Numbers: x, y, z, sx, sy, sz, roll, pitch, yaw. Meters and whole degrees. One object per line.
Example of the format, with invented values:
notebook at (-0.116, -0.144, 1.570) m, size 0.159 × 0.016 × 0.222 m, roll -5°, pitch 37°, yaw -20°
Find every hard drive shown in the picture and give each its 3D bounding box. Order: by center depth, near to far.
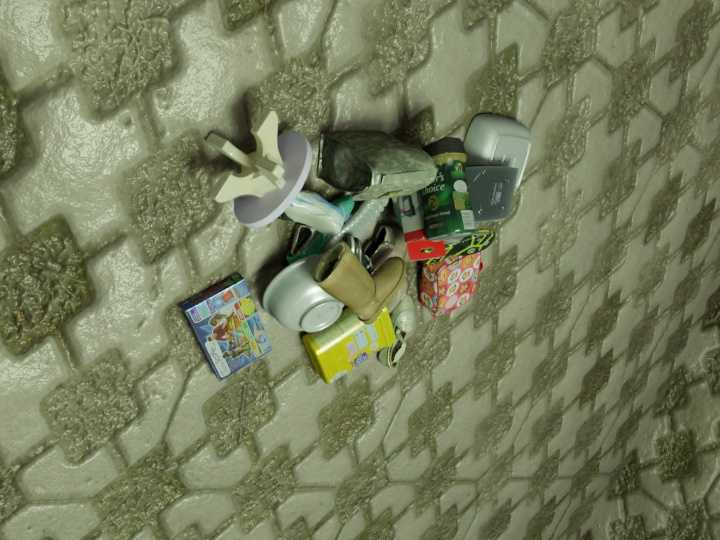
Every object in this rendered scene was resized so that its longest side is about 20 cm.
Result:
hard drive at (0.272, -0.181, 1.453) m, size 0.198 × 0.042 × 0.136 m, roll -6°, pitch 115°, yaw -29°

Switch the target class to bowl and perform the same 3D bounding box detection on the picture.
bowl at (-0.100, 0.066, 1.323) m, size 0.199 × 0.091 × 0.202 m, roll -23°, pitch 148°, yaw -15°
bowl at (0.338, -0.272, 1.529) m, size 0.198 × 0.074 × 0.202 m, roll -1°, pitch 112°, yaw -37°

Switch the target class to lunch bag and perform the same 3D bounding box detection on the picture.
lunch bag at (0.033, -0.204, 1.248) m, size 0.163 × 0.200 × 0.119 m, roll -10°, pitch 119°, yaw -33°
lunch bag at (0.238, 0.012, 1.579) m, size 0.175 × 0.082 × 0.201 m, roll -26°, pitch 141°, yaw -22°

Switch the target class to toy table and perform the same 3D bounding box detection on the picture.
toy table at (-0.184, -0.188, 1.126) m, size 0.117 × 0.182 × 0.202 m, roll 41°, pitch 67°, yaw -58°

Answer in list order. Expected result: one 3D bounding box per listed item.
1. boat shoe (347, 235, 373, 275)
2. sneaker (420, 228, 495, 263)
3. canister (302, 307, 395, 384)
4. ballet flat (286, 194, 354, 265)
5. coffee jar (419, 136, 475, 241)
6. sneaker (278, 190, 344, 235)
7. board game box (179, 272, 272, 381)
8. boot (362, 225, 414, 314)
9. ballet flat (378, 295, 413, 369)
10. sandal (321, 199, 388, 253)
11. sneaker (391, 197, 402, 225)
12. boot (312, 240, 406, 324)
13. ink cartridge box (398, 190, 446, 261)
boat shoe at (0.000, 0.000, 1.384) m, size 0.060 × 0.074 × 0.201 m, roll -3°, pitch 136°, yaw -2°
sneaker at (0.223, -0.078, 1.475) m, size 0.198 × 0.077 × 0.076 m, roll -10°, pitch 145°, yaw -11°
canister at (-0.026, 0.162, 1.479) m, size 0.199 × 0.086 × 0.150 m, roll -32°, pitch 129°, yaw -18°
ballet flat at (-0.090, -0.088, 1.312) m, size 0.070 × 0.067 × 0.201 m, roll 34°, pitch 89°, yaw -31°
coffee jar at (0.172, -0.166, 1.274) m, size 0.085 × 0.104 × 0.203 m, roll -4°, pitch 84°, yaw -37°
sneaker at (-0.124, -0.135, 1.245) m, size 0.198 × 0.073 × 0.072 m, roll 23°, pitch 145°, yaw -19°
board game box at (-0.275, 0.120, 1.301) m, size 0.135 × 0.034 × 0.202 m, roll -29°, pitch 128°, yaw -20°
boot at (0.058, -0.006, 1.462) m, size 0.146 × 0.070 × 0.202 m, roll 24°, pitch 88°, yaw -45°
ballet flat at (0.103, 0.159, 1.591) m, size 0.067 × 0.062 × 0.202 m, roll 3°, pitch 111°, yaw -38°
sandal at (-0.020, -0.104, 1.365) m, size 0.202 × 0.050 × 0.082 m, roll -43°, pitch 153°, yaw 9°
sneaker at (0.094, -0.151, 1.415) m, size 0.074 × 0.082 × 0.201 m, roll -39°, pitch 108°, yaw -31°
boot at (0.006, 0.001, 1.287) m, size 0.200 × 0.066 × 0.176 m, roll 48°, pitch 65°, yaw -46°
ink cartridge box at (0.150, -0.128, 1.358) m, size 0.115 × 0.067 × 0.203 m, roll -9°, pitch 89°, yaw -34°
